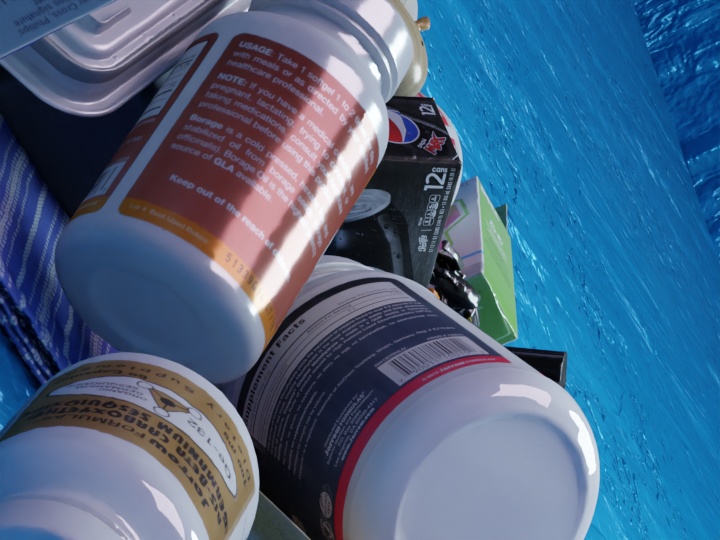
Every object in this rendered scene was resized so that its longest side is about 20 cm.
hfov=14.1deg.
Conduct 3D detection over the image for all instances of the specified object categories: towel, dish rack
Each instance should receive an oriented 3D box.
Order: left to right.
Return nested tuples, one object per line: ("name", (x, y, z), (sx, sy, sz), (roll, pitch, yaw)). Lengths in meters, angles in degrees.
("towel", (-0.152, -0.001, 1.424), (0.200, 0.024, 0.145), (60, 14, -24))
("dish rack", (-0.138, -0.176, 1.456), (0.172, 0.044, 0.200), (43, 43, 5))

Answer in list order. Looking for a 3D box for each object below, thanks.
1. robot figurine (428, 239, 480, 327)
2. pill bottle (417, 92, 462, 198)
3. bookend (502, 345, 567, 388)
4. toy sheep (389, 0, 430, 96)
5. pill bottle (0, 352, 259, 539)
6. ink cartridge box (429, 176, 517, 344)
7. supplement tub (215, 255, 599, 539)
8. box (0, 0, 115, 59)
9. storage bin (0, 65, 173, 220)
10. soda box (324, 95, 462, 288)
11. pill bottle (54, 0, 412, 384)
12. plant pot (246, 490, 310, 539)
("robot figurine", (-0.013, -0.005, 1.777), (0.200, 0.145, 0.058), (55, 50, -40))
("pill bottle", (-0.009, -0.081, 1.927), (0.113, 0.112, 0.200), (68, 13, 12))
("bookend", (0.045, 0.140, 1.621), (0.200, 0.092, 0.200), (5, 90, -75))
("toy sheep", (-0.039, -0.155, 1.769), (0.200, 0.138, 0.138), (28, -6, 29))
("pill bottle", (-0.112, 0.112, 1.184), (0.115, 0.114, 0.200), (63, 13, -9))
("ink cartridge box", (0.049, -0.004, 2.033), (0.059, 0.104, 0.200), (60, 14, -25))
("supplement tub", (0.017, 0.083, 1.482), (0.200, 0.140, 0.141), (36, -17, 55))
("box", (-0.189, -0.188, 1.259), (0.105, 0.183, 0.201), (48, 22, -48))
("storage bin", (-0.102, -0.075, 1.534), (0.200, 0.145, 0.134), (60, 25, -24))
("soda box", (0.000, 0.000, 1.672), (0.071, 0.063, 0.201), (-110, -152, -51))
("pill bottle", (-0.055, -0.052, 1.421), (0.112, 0.112, 0.200), (56, 52, -35))
("plant pot", (-0.033, 0.145, 1.432), (0.200, 0.027, 0.200), (45, -6, 6))
